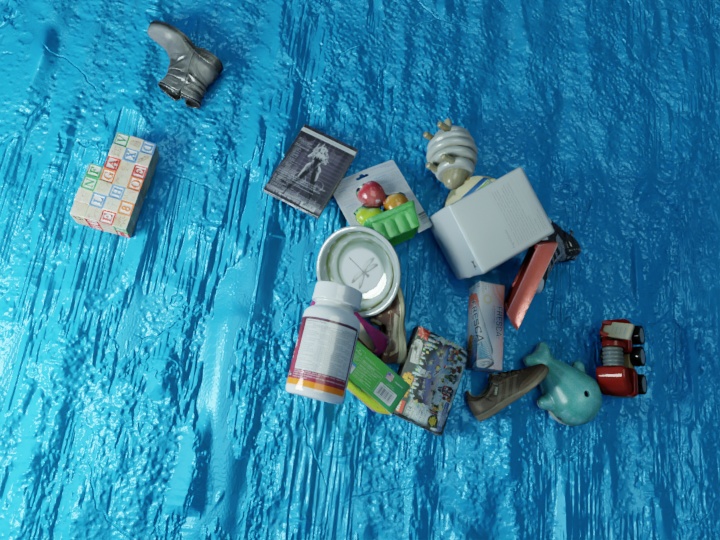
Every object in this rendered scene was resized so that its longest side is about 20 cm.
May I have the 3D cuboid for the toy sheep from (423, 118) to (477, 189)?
[{"bbox_3d":[0.220,-0.288,1.344,0.135,0.138,0.204,6,69,-12],"label":"toy sheep"}]

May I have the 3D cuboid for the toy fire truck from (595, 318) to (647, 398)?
[{"bbox_3d":[0.591,0.191,1.262,0.198,0.127,0.179,23,67,-43],"label":"toy fire truck"}]

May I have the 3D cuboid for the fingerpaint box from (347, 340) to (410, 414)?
[{"bbox_3d":[-0.010,0.202,1.134,0.199,0.167,0.074,40,73,0],"label":"fingerpaint box"}]

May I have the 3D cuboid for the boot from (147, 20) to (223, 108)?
[{"bbox_3d":[-0.428,-0.472,1.265,0.198,0.070,0.133,31,76,0],"label":"boot"}]

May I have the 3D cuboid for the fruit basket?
[{"bbox_3d":[0.044,-0.150,1.297,0.183,0.094,0.202,-24,67,-18],"label":"fruit basket"}]

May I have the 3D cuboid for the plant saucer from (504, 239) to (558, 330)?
[{"bbox_3d":[0.372,0.020,1.235,0.036,0.200,0.202,24,99,9],"label":"plant saucer"}]

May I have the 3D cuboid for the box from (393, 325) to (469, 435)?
[{"bbox_3d":[0.150,0.244,1.231,0.135,0.040,0.203,25,71,-6],"label":"box"}]

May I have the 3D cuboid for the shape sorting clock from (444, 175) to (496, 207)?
[{"bbox_3d":[0.302,-0.135,1.369,0.196,0.039,0.204,1,85,-10],"label":"shape sorting clock"}]

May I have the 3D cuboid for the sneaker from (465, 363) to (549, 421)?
[{"bbox_3d":[0.328,0.254,1.237,0.198,0.070,0.076,-34,79,-3],"label":"sneaker"}]

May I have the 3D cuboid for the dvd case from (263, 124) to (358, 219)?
[{"bbox_3d":[-0.115,-0.234,1.288,0.147,0.016,0.202,26,71,8],"label":"dvd case"}]

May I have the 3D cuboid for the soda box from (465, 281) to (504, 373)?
[{"bbox_3d":[0.290,0.131,1.284,0.067,0.064,0.204,9,73,-11],"label":"soda box"}]

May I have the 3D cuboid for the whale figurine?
[{"bbox_3d":[0.470,0.260,1.273,0.158,0.104,0.201,-35,83,-19],"label":"whale figurine"}]

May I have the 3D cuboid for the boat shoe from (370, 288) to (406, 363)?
[{"bbox_3d":[0.057,0.107,1.230,0.071,0.072,0.204,-2,82,-16],"label":"boat shoe"}]

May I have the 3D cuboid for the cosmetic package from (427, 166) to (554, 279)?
[{"bbox_3d":[0.291,-0.102,1.259,0.198,0.167,0.168,-28,90,-12],"label":"cosmetic package"}]

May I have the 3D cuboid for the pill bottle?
[{"bbox_3d":[-0.061,0.130,0.996,0.108,0.110,0.204,15,75,-9],"label":"pill bottle"}]

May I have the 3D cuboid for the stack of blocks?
[{"bbox_3d":[-0.515,-0.185,1.168,0.113,0.059,0.203,16,72,-9],"label":"stack of blocks"}]

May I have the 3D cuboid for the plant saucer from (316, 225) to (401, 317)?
[{"bbox_3d":[0.000,0.000,1.219,0.196,0.050,0.204,4,101,19],"label":"plant saucer"}]

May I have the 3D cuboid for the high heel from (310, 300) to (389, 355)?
[{"bbox_3d":[-0.030,0.114,1.169,0.197,0.096,0.068,24,97,14],"label":"high heel"}]

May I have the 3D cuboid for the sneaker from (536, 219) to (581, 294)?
[{"bbox_3d":[0.481,-0.028,1.366,0.112,0.076,0.203,17,70,-6],"label":"sneaker"}]
